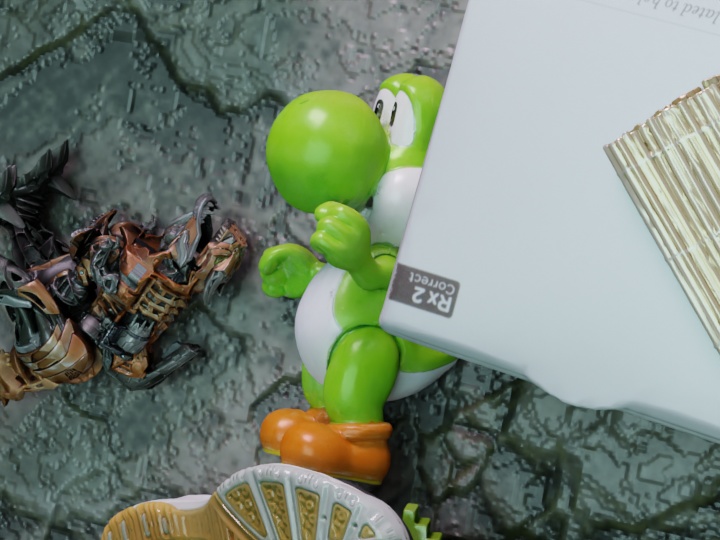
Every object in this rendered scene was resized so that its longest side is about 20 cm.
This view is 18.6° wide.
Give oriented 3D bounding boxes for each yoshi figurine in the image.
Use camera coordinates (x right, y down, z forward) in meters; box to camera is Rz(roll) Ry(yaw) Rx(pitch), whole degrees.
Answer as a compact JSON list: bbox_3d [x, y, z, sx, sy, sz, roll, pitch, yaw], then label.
[{"bbox_3d":[-0.015,-0.003,1.078,0.112,0.112,0.201,12,91,28],"label":"yoshi figurine"}]

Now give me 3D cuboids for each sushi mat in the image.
[{"bbox_3d":[0.187,0.008,0.907,0.095,0.012,0.201,-32,79,17],"label":"sushi mat"}]

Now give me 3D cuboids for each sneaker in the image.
[{"bbox_3d":[-0.037,0.131,1.070,0.199,0.087,0.076,-8,85,45],"label":"sneaker"}]

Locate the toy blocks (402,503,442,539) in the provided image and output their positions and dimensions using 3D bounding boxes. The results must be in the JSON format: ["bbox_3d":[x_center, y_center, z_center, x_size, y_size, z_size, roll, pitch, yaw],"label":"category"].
[{"bbox_3d":[0.082,0.216,1.048,0.136,0.100,0.201,4,91,6],"label":"toy blocks"}]

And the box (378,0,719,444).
[{"bbox_3d":[0.140,-0.037,1.002,0.198,0.131,0.201,18,95,20],"label":"box"}]

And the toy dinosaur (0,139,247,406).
[{"bbox_3d":[-0.159,0.014,1.144,0.199,0.102,0.136,-33,94,-4],"label":"toy dinosaur"}]
